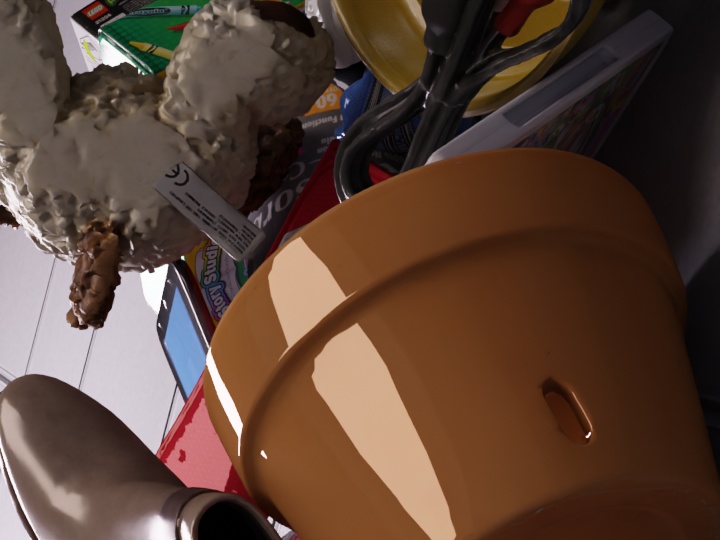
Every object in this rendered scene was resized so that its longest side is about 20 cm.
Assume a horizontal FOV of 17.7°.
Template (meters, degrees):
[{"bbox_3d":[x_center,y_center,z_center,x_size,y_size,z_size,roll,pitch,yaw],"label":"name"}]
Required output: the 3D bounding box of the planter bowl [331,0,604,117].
[{"bbox_3d":[0.070,-0.170,1.028,0.200,0.083,0.201,11,103,52],"label":"planter bowl"}]

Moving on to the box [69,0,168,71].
[{"bbox_3d":[-0.061,-0.147,1.305,0.035,0.200,0.110,39,155,38],"label":"box"}]

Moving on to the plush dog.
[{"bbox_3d":[-0.112,-0.046,1.110,0.172,0.199,0.161,94,178,-84],"label":"plush dog"}]

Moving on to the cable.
[{"bbox_3d":[0.050,-0.093,0.976,0.097,0.050,0.200,39,134,26],"label":"cable"}]

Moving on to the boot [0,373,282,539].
[{"bbox_3d":[-0.077,0.114,0.977,0.070,0.200,0.146,-40,0,-21],"label":"boot"}]

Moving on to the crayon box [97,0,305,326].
[{"bbox_3d":[-0.069,-0.066,1.285,0.058,0.119,0.200,39,147,38],"label":"crayon box"}]

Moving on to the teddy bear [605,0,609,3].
[{"bbox_3d":[0.076,-0.187,1.180,0.200,0.067,0.145,-111,38,-59],"label":"teddy bear"}]

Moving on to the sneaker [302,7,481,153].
[{"bbox_3d":[0.007,-0.140,1.187,0.077,0.085,0.200,93,170,-48],"label":"sneaker"}]

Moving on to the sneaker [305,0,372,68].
[{"bbox_3d":[0.013,-0.188,1.143,0.076,0.080,0.201,109,169,-63],"label":"sneaker"}]

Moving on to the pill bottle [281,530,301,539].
[{"bbox_3d":[-0.013,0.177,1.101,0.200,0.110,0.111,137,142,-56],"label":"pill bottle"}]

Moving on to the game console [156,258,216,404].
[{"bbox_3d":[-0.107,0.111,1.220,0.173,0.119,0.200,-53,-2,-14],"label":"game console"}]

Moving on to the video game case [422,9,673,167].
[{"bbox_3d":[0.056,-0.028,1.011,0.200,0.018,0.143,-35,-19,-50],"label":"video game case"}]

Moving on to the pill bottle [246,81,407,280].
[{"bbox_3d":[0.000,0.000,1.180,0.200,0.116,0.116,-98,30,-46],"label":"pill bottle"}]

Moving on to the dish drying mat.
[{"bbox_3d":[-0.038,0.040,1.076,0.077,0.018,0.200,33,96,41],"label":"dish drying mat"}]

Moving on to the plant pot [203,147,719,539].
[{"bbox_3d":[0.054,0.070,0.911,0.200,0.200,0.140,-60,42,36],"label":"plant pot"}]
